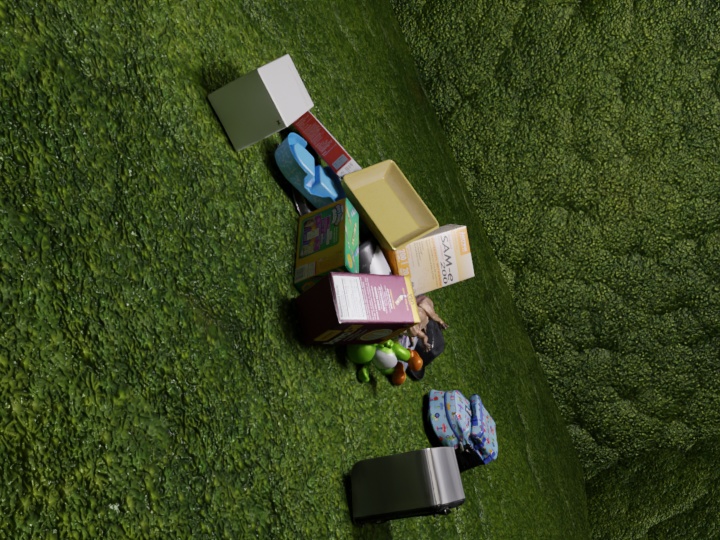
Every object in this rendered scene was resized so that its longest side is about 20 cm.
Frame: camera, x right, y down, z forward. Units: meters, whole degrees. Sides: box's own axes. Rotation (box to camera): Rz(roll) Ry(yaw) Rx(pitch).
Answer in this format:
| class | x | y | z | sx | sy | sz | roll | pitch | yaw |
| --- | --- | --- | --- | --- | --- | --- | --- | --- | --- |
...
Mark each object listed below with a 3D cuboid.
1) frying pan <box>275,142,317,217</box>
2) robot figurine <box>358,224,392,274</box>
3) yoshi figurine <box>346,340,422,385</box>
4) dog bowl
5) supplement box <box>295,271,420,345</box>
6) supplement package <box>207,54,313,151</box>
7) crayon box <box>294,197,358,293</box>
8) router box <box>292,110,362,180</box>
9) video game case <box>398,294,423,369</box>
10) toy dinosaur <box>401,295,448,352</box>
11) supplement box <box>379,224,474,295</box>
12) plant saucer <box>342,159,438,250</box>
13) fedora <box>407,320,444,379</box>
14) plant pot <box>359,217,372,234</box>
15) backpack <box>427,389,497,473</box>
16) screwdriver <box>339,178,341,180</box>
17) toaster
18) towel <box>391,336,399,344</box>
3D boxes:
| class | x | y | z | sx | sy | sz | roll | pitch | yaw |
| --- | --- | --- | --- | --- | --- | --- | --- | --- | --- |
| frying pan | -0.127 | -0.190 | 1.600 | 0.115 | 0.031 | 0.191 | -7 | 80 | -71 |
| robot figurine | 0.002 | -0.001 | 1.605 | 0.150 | 0.124 | 0.201 | -34 | 106 | -29 |
| yoshi figurine | 0.035 | 0.182 | 1.539 | 0.199 | 0.112 | 0.113 | 31 | 72 | -27 |
| dog bowl | -0.108 | -0.203 | 1.550 | 0.200 | 0.049 | 0.112 | 43 | 27 | -36 |
| supplement box | -0.004 | 0.076 | 1.399 | 0.199 | 0.131 | 0.104 | 3 | 66 | -36 |
| supplement package | -0.191 | -0.334 | 1.427 | 0.120 | 0.121 | 0.200 | 63 | 20 | -17 |
| crayon box | -0.067 | -0.047 | 1.481 | 0.058 | 0.118 | 0.201 | 52 | 27 | -40 |
| router box | -0.064 | -0.273 | 1.669 | 0.180 | 0.049 | 0.200 | 50 | 6 | 17 |
| video game case | 0.116 | 0.157 | 1.745 | 0.144 | 0.019 | 0.201 | 85 | 25 | -44 |
| toy dinosaur | 0.121 | 0.097 | 1.618 | 0.200 | 0.085 | 0.136 | -39 | 108 | -47 |
| supplement box | 0.156 | -0.022 | 1.677 | 0.073 | 0.199 | 0.127 | 13 | -63 | 63 |
| plant saucer | 0.060 | -0.141 | 1.635 | 0.200 | 0.048 | 0.201 | -28 | 81 | -49 |
| fedora | 0.164 | 0.183 | 1.903 | 0.201 | 0.091 | 0.201 | 53 | 26 | -39 |
| plant pot | 0.060 | -0.097 | 1.800 | 0.141 | 0.141 | 0.200 | 40 | 23 | -22 |
| backpack | 0.258 | 0.398 | 1.892 | 0.201 | 0.134 | 0.183 | 58 | 22 | -23 |
| screwdriver | -0.058 | -0.186 | 1.764 | 0.201 | 0.028 | 0.029 | -94 | -177 | -46 |
| toaster | 0.096 | 0.405 | 1.365 | 0.181 | 0.199 | 0.120 | 24 | 53 | -62 |
| towel | 0.037 | 0.091 | 1.680 | 0.018 | 0.085 | 0.201 | 85 | -2 | -56 |
